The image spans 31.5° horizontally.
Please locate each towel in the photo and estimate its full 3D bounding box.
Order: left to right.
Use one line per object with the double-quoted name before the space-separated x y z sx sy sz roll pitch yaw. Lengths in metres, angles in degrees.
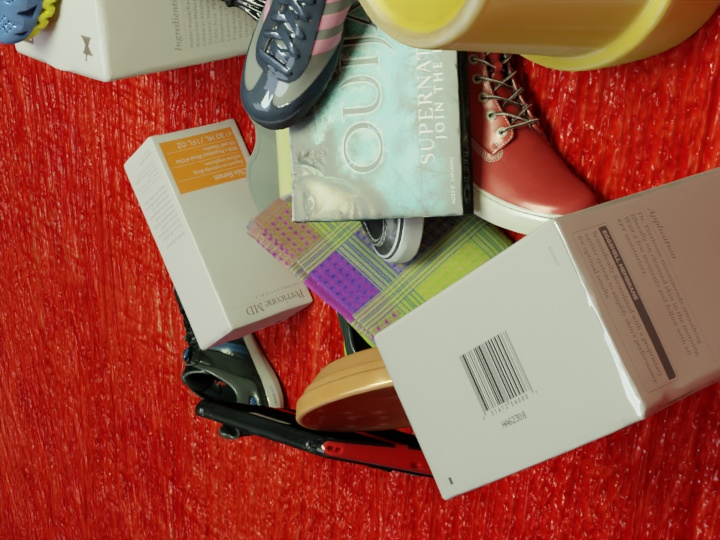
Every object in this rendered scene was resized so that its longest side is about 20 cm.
"towel" 0.012 -0.030 1.027 0.200 0.144 0.023 41 168 35

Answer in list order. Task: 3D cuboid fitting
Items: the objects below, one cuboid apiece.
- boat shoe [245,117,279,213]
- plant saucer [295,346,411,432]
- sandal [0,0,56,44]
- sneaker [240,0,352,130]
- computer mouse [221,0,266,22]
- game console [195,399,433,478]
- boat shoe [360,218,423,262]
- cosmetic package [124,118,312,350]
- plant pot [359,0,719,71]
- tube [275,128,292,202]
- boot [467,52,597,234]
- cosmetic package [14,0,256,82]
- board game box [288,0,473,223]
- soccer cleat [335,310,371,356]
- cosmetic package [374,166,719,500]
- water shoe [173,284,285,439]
"boat shoe" -0.060 -0.110 1.136 0.076 0.060 0.200 39 148 22
"plant saucer" 0.048 0.085 0.975 0.200 0.200 0.038 -32 61 53
"sandal" -0.285 -0.267 1.001 0.079 0.087 0.200 40 136 31
"sneaker" -0.040 -0.191 0.875 0.070 0.082 0.200 29 103 18
"computer mouse" -0.092 -0.285 0.967 0.140 0.046 0.200 22 137 15
"game console" -0.024 0.148 1.114 0.200 0.177 0.031 7 86 51
"boat shoe" -0.006 -0.100 0.978 0.072 0.068 0.200 -25 75 58
"cosmetic package" -0.138 -0.037 1.236 0.071 0.101 0.200 -33 80 52
"plant pot" 0.099 -0.214 0.777 0.201 0.189 0.201 25 123 45
"tube" -0.043 -0.156 1.037 0.052 0.058 0.200 -6 83 23
"boot" 0.103 -0.122 0.915 0.200 0.072 0.144 42 134 39
"cosmetic package" -0.184 -0.271 1.110 0.165 0.200 0.165 22 122 46
"board game box" 0.011 -0.136 0.916 0.135 0.028 0.200 -2 92 23
"soccer cleat" 0.000 0.000 1.077 0.081 0.067 0.200 119 138 -79
"cosmetic package" 0.153 0.035 0.805 0.199 0.200 0.123 -36 73 52
"water shoe" -0.154 0.083 1.327 0.200 0.079 0.072 54 140 23
